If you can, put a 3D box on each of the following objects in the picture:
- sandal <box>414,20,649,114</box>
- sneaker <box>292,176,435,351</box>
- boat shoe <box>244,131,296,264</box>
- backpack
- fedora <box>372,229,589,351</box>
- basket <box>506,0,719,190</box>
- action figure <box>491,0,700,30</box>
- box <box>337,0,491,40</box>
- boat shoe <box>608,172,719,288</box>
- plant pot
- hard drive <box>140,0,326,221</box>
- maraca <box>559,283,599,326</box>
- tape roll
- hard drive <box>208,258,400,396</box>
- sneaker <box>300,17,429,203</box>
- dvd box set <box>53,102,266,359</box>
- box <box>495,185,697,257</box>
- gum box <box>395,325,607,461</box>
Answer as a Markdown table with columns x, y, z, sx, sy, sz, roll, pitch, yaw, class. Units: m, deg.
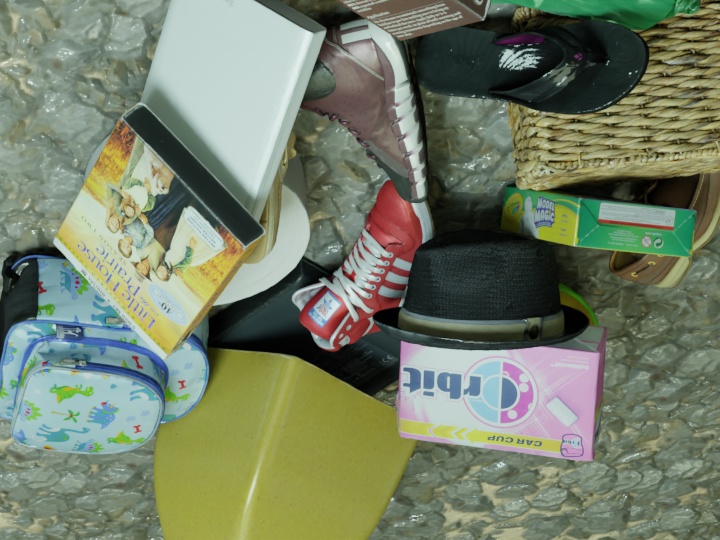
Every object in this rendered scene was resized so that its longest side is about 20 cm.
| x | y | z | sx | sy | sz | roll | pitch | yaw | class |
| --- | --- | --- | --- | --- | --- | --- | --- | --- | --- |
| 0.133 | -0.165 | 1.372 | 0.200 | 0.075 | 0.048 | 2 | -179 | 26 | sandal |
| 0.000 | 0.000 | 1.575 | 0.112 | 0.071 | 0.200 | -24 | 145 | -27 | sneaker |
| -0.085 | -0.107 | 1.395 | 0.074 | 0.069 | 0.200 | 10 | 110 | 37 | boat shoe |
| -0.245 | 0.087 | 1.610 | 0.200 | 0.147 | 0.183 | 3 | 143 | -19 | backpack |
| 0.110 | 0.012 | 1.533 | 0.201 | 0.201 | 0.092 | 0 | 99 | -11 | fedora |
| 0.228 | -0.154 | 1.468 | 0.200 | 0.149 | 0.143 | -7 | 175 | -3 | basket |
| 0.186 | -0.238 | 1.360 | 0.200 | 0.055 | 0.118 | 14 | 135 | -20 | action figure |
| 0.000 | -0.253 | 1.266 | 0.200 | 0.075 | 0.100 | 25 | 160 | -38 | box |
| 0.291 | -0.051 | 1.600 | 0.068 | 0.072 | 0.200 | 0 | 143 | -14 | boat shoe |
| -0.090 | 0.206 | 1.686 | 0.195 | 0.200 | 0.194 | 30 | 162 | -39 | plant pot |
| -0.114 | -0.130 | 1.346 | 0.026 | 0.132 | 0.200 | -25 | 142 | -54 | hard drive |
| 0.149 | 0.059 | 1.684 | 0.200 | 0.107 | 0.137 | 27 | 110 | -25 | maraca |
| -0.147 | -0.054 | 1.515 | 0.202 | 0.071 | 0.202 | -6 | 142 | -5 | tape roll |
| -0.039 | 0.070 | 1.718 | 0.140 | 0.033 | 0.200 | -34 | 135 | 29 | hard drive |
| -0.006 | -0.136 | 1.447 | 0.115 | 0.076 | 0.200 | -8 | 131 | 7 | sneaker |
| -0.170 | -0.028 | 1.386 | 0.146 | 0.029 | 0.200 | 47 | 141 | 4 | dvd box set |
| 0.208 | -0.047 | 1.541 | 0.117 | 0.048 | 0.200 | 5 | -177 | -18 | box |
| 0.130 | 0.107 | 1.617 | 0.200 | 0.066 | 0.114 | 6 | 112 | 13 | gum box |
